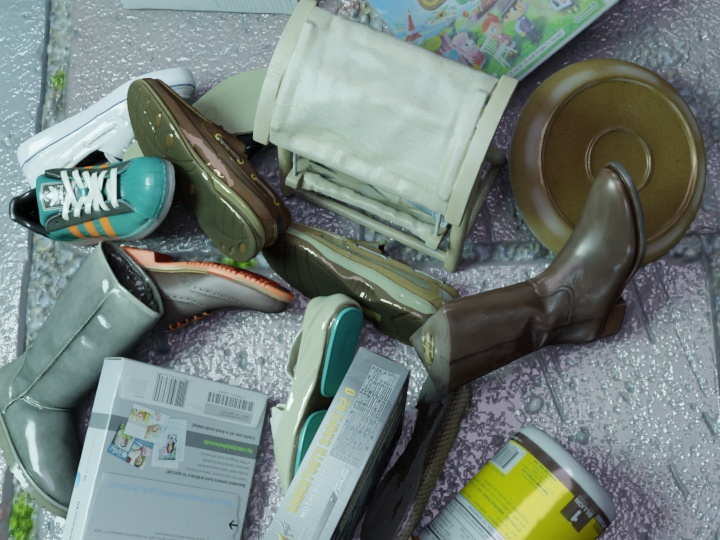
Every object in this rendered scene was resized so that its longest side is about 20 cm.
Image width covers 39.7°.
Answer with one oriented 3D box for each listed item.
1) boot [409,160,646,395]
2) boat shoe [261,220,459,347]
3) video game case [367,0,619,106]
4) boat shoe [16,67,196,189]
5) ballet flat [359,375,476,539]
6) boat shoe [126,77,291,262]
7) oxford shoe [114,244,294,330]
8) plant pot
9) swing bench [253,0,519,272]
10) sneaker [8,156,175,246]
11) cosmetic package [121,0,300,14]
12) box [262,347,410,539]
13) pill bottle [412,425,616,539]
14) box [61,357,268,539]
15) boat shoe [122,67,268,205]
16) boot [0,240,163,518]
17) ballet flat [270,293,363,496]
[{"bbox_3d":[0.139,0.011,0.853,0.199,0.188,0.064,-14,33,-16],"label":"boot"},{"bbox_3d":[0.000,0.000,0.949,0.199,0.072,0.076,30,55,13],"label":"boat shoe"},{"bbox_3d":[0.121,-0.271,0.936,0.200,0.022,0.182,-38,96,10],"label":"video game case"},{"bbox_3d":[-0.247,-0.133,1.003,0.199,0.074,0.066,-28,80,9],"label":"boat shoe"},{"bbox_3d":[0.056,0.176,0.885,0.046,0.067,0.201,38,61,-24],"label":"ballet flat"},{"bbox_3d":[-0.141,-0.099,0.923,0.067,0.072,0.200,-32,79,-39],"label":"boat shoe"},{"bbox_3d":[-0.160,0.026,0.956,0.198,0.071,0.073,10,87,17],"label":"oxford shoe"},{"bbox_3d":[0.236,-0.099,0.924,0.198,0.027,0.202,0,88,-11],"label":"plant pot"},{"bbox_3d":[0.023,-0.116,0.897,0.198,0.200,0.130,24,80,11],"label":"swing bench"},{"bbox_3d":[-0.253,-0.063,0.924,0.199,0.080,0.072,-14,74,42],"label":"sneaker"},{"bbox_3d":[-0.153,-0.383,1.022,0.198,0.123,0.201,3,76,8],"label":"cosmetic package"},{"bbox_3d":[-0.023,0.185,0.826,0.048,0.159,0.201,22,64,11],"label":"box"},{"bbox_3d":[0.114,0.237,0.848,0.200,0.109,0.109,-44,76,-5],"label":"pill bottle"},{"bbox_3d":[-0.171,0.192,0.878,0.155,0.041,0.202,19,74,-36],"label":"box"},{"bbox_3d":[-0.137,-0.135,0.992,0.201,0.063,0.074,-32,59,-5],"label":"boat shoe"},{"bbox_3d":[-0.250,0.101,0.918,0.200,0.073,0.182,-40,76,8],"label":"boot"},{"bbox_3d":[-0.047,0.117,0.918,0.069,0.069,0.202,16,90,10],"label":"ballet flat"}]
